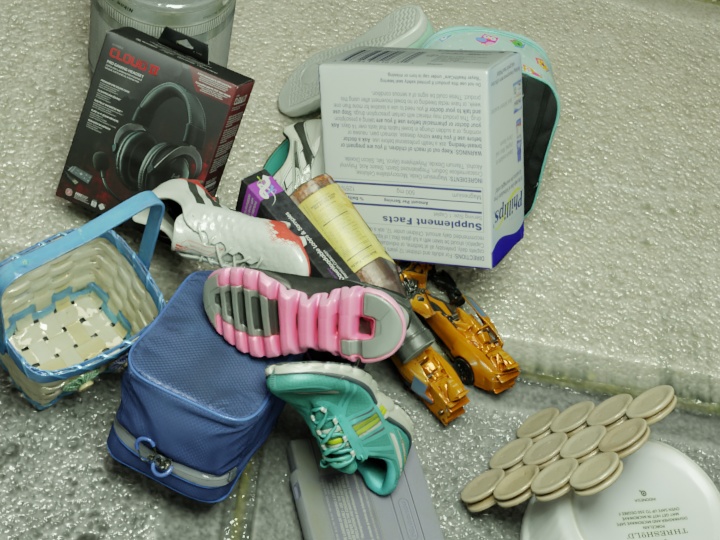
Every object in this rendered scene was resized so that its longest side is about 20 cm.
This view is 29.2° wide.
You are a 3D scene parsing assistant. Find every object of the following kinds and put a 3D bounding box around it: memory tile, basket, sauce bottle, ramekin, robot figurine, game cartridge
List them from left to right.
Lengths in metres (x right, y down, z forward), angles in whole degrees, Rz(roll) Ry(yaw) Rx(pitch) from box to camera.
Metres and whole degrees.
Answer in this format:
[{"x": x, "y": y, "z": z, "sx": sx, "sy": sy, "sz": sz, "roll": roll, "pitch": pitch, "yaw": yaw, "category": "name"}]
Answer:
[{"x": -0.261, "y": 0.023, "z": 1.271, "sx": 0.175, "sy": 0.201, "sz": 0.139, "roll": -30, "pitch": 64, "yaw": -30, "category": "basket"}, {"x": 0.000, "y": 0.000, "z": 1.360, "sx": 0.066, "sy": 0.066, "sz": 0.201, "roll": -30, "pitch": 81, "yaw": -31, "category": "sauce bottle"}, {"x": 0.010, "y": 0.242, "z": 1.279, "sx": 0.128, "sy": 0.039, "sz": 0.202, "roll": -8, "pitch": 56, "yaw": -14, "category": "game cartridge"}, {"x": 0.067, "y": 0.055, "z": 1.418, "sx": 0.144, "sy": 0.059, "sz": 0.200, "roll": -25, "pitch": 62, "yaw": -31, "category": "robot figurine"}, {"x": 0.193, "y": 0.168, "z": 1.290, "sx": 0.153, "sy": 0.199, "sz": 0.017, "roll": -41, "pitch": 104, "yaw": -37, "category": "memory tile"}, {"x": 0.255, "y": 0.247, "z": 1.294, "sx": 0.199, "sy": 0.095, "sz": 0.204, "roll": 7, "pitch": 52, "yaw": -8, "category": "ramekin"}]

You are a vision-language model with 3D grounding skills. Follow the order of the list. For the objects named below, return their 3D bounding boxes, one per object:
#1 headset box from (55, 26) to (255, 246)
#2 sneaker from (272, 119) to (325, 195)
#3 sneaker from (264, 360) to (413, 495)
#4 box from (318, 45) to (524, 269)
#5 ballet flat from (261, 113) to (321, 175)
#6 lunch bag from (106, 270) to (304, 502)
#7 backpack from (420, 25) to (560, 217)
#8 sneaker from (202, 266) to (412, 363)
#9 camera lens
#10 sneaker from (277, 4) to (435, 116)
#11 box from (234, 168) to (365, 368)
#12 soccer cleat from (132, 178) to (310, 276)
[{"x": -0.207, "y": -0.146, "z": 1.415, "sx": 0.147, "sy": 0.202, "sz": 0.077, "roll": 23, "pitch": 16, "yaw": 4, "category": "headset box"}, {"x": -0.058, "y": -0.064, "z": 1.463, "sx": 0.086, "sy": 0.076, "sz": 0.203, "roll": 4, "pitch": 73, "yaw": 21, "category": "sneaker"}, {"x": -0.014, "y": 0.137, "z": 1.232, "sx": 0.077, "sy": 0.200, "sz": 0.081, "roll": -9, "pitch": 56, "yaw": 35, "category": "sneaker"}, {"x": 0.064, "y": -0.117, "z": 1.399, "sx": 0.182, "sy": 0.203, "sz": 0.105, "roll": 6, "pitch": 20, "yaw": 24, "category": "box"}, {"x": -0.027, "y": -0.148, "z": 1.532, "sx": 0.200, "sy": 0.071, "sz": 0.071, "roll": -44, "pitch": 67, "yaw": 3, "category": "ballet flat"}, {"x": -0.143, "y": 0.116, "z": 1.272, "sx": 0.135, "sy": 0.133, "sz": 0.200, "roll": 26, "pitch": 39, "yaw": 7, "category": "lunch bag"}, {"x": 0.128, "y": -0.170, "z": 1.513, "sx": 0.173, "sy": 0.201, "sz": 0.155, "roll": 9, "pitch": 47, "yaw": -5, "category": "backpack"}, {"x": -0.043, "y": 0.034, "z": 1.237, "sx": 0.197, "sy": 0.080, "sz": 0.095, "roll": 10, "pitch": 16, "yaw": 18, "category": "sneaker"}, {"x": -0.217, "y": -0.284, "z": 1.517, "sx": 0.158, "sy": 0.201, "sz": 0.162, "roll": 7, "pitch": 52, "yaw": -9, "category": "camera lens"}, {"x": 0.009, "y": -0.211, "z": 1.601, "sx": 0.199, "sy": 0.118, "sz": 0.074, "roll": -28, "pitch": 48, "yaw": 11, "category": "sneaker"}, {"x": -0.060, "y": 0.018, "z": 1.361, "sx": 0.036, "sy": 0.144, "sz": 0.200, "roll": -27, "pitch": 63, "yaw": -32, "category": "box"}, {"x": -0.133, "y": -0.030, "z": 1.308, "sx": 0.199, "sy": 0.069, "sz": 0.085, "roll": 31, "pitch": 33, "yaw": 31, "category": "soccer cleat"}]
